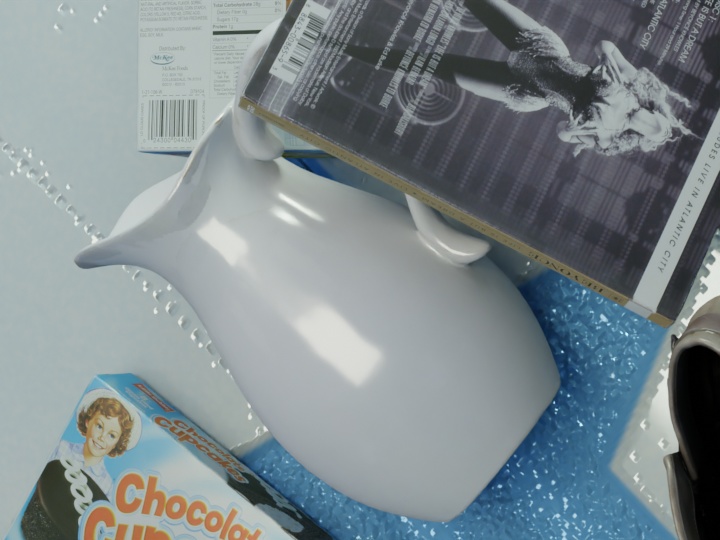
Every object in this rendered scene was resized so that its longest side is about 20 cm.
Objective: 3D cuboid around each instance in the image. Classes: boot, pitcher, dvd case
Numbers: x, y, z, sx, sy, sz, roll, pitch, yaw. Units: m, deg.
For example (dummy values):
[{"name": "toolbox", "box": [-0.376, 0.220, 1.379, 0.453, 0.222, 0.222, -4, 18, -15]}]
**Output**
[{"name": "boot", "box": [0.169, 0.109, 1.132, 0.070, 0.146, 0.201, -17, 83, 24]}, {"name": "pitcher", "box": [0.000, 0.000, 1.208, 0.200, 0.121, 0.172, 40, 124, -1]}, {"name": "dvd case", "box": [0.070, -0.085, 1.159, 0.199, 0.016, 0.149, 27, 69, 0]}]

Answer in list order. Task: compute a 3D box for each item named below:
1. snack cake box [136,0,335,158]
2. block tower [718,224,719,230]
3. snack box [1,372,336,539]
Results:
[{"name": "snack cake box", "box": [-0.002, -0.109, 1.263, 0.199, 0.067, 0.116, 1, 89, 27]}, {"name": "block tower", "box": [0.235, 0.034, 1.149, 0.058, 0.054, 0.200, -45, 72, 21]}, {"name": "snack box", "box": [-0.074, 0.152, 1.320, 0.200, 0.037, 0.117, 37, 106, 22]}]
